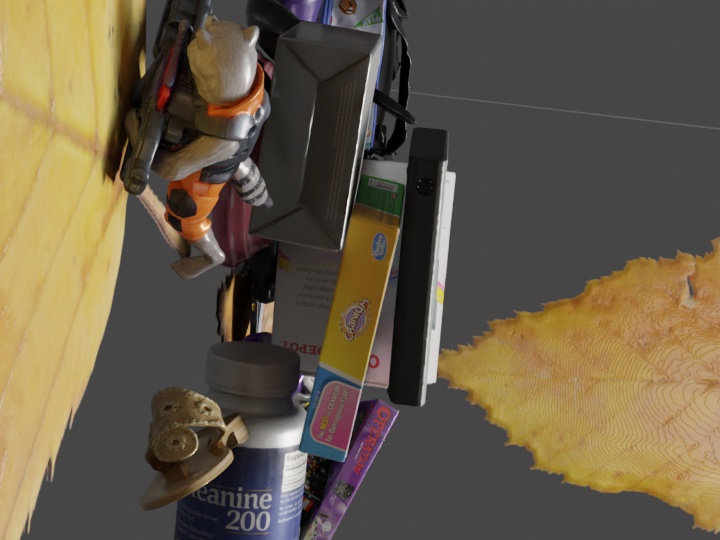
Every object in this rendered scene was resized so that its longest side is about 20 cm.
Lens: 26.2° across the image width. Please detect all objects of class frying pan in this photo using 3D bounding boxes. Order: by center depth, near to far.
[{"bbox_3d":[-0.036,-0.181,1.410,0.031,0.190,0.115,-48,-175,-10],"label":"frying pan"}]

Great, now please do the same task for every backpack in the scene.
[{"bbox_3d":[-0.014,-0.249,1.730,0.201,0.152,0.192,-89,-170,-49],"label":"backpack"}]

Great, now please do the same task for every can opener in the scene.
[{"bbox_3d":[-0.091,-0.051,1.577,0.064,0.077,0.202,105,-16,-45],"label":"can opener"}]

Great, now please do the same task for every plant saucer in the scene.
[{"bbox_3d":[-0.096,-0.102,1.431,0.201,0.050,0.204,6,90,-87],"label":"plant saucer"}]

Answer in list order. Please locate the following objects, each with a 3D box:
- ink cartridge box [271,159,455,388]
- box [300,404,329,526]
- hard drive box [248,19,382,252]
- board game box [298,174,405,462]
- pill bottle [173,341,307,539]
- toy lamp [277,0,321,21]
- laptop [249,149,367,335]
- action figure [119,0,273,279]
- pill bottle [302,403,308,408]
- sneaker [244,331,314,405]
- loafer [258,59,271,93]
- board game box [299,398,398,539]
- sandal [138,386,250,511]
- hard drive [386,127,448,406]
[{"bbox_3d":[0.000,0.000,1.437,0.087,0.144,0.203,4,92,-56],"label":"ink cartridge box"},{"bbox_3d":[-0.095,0.245,1.521,0.201,0.037,0.137,-55,-171,26],"label":"box"},{"bbox_3d":[-0.033,-0.116,1.269,0.200,0.076,0.158,-74,175,-78],"label":"hard drive box"},{"bbox_3d":[-0.005,0.036,1.293,0.153,0.040,0.203,-78,-179,-74],"label":"board game box"},{"bbox_3d":[-0.102,0.169,1.346,0.111,0.109,0.203,-66,162,-80],"label":"pill bottle"},{"bbox_3d":[-0.061,-0.331,1.537,0.058,0.057,0.203,-76,173,-66],"label":"toy lamp"},{"bbox_3d":[-0.056,-0.001,1.654,0.188,0.114,0.202,-88,-178,-56],"label":"laptop"},{"bbox_3d":[-0.094,-0.112,1.017,0.194,0.103,0.202,113,-11,-65],"label":"action figure"},{"bbox_3d":[-0.079,0.225,1.679,0.113,0.111,0.203,90,0,-66],"label":"pill bottle"},{"bbox_3d":[-0.113,0.144,1.502,0.080,0.088,0.202,-2,-124,53],"label":"sneaker"},{"bbox_3d":[-0.096,-0.135,1.229,0.200,0.062,0.073,-70,164,-77],"label":"loafer"},{"bbox_3d":[-0.034,0.217,1.478,0.202,0.032,0.120,-61,-176,-12],"label":"board game box"},{"bbox_3d":[-0.137,0.122,1.181,0.070,0.077,0.212,64,8,-2],"label":"sandal"},{"bbox_3d":[0.048,-0.006,1.279,0.140,0.032,0.203,-78,173,-75],"label":"hard drive"}]
